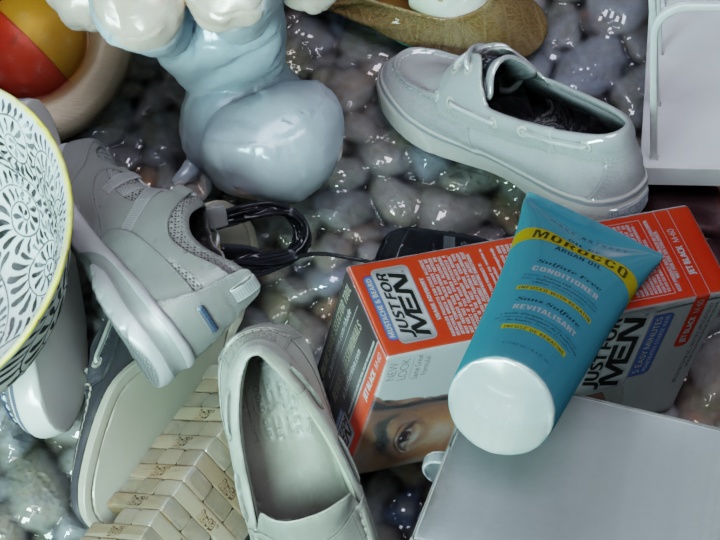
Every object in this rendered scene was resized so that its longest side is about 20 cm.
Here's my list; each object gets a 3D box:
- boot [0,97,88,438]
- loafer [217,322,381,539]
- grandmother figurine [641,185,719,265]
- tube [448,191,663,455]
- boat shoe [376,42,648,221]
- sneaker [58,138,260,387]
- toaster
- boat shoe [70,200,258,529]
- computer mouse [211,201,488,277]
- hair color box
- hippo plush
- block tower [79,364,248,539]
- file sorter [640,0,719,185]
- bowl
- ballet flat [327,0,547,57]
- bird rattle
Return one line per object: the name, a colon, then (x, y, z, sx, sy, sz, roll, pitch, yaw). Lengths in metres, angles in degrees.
boot: (-0.208, 0.006, 1.427, 0.090, 0.073, 0.201, -15, 62, 16)
loafer: (-0.029, 0.126, 1.302, 0.070, 0.070, 0.201, -19, 96, 5)
grandmother figurine: (0.199, -0.031, 1.448, 0.199, 0.061, 0.122, -11, 39, -9)
tube: (0.092, 0.020, 1.251, 0.077, 0.051, 0.200, 29, 31, 3)
boat shoe: (0.081, -0.092, 1.446, 0.072, 0.069, 0.200, -25, 40, -25)
sneaker: (-0.107, -0.014, 1.360, 0.082, 0.075, 0.200, -30, 40, -4)
toaster: (0.119, 0.158, 1.265, 0.199, 0.181, 0.119, 13, 58, 8)
boat shoe: (-0.115, 0.055, 1.407, 0.063, 0.073, 0.201, -8, 54, 47)
computer mouse: (0.000, 0.000, 1.420, 0.199, 0.034, 0.059, 11, 71, -13)
hair color box: (0.082, 0.037, 1.352, 0.199, 0.111, 0.064, -10, 56, -21)
hippo plush: (-0.088, -0.112, 1.431, 0.159, 0.162, 0.200, -17, 22, -23)
block tower: (-0.102, 0.140, 1.335, 0.058, 0.054, 0.200, -2, 46, 50)
file sorter: (0.229, -0.158, 1.449, 0.138, 0.125, 0.201, 1, 44, 8)
bowl: (-0.227, 0.008, 1.334, 0.199, 0.094, 0.202, -7, 63, 13)
ballet flat: (0.016, -0.179, 1.524, 0.199, 0.072, 0.068, 20, 60, 11)
bird rattle: (-0.212, -0.144, 1.491, 0.163, 0.113, 0.200, 42, 70, 4)
